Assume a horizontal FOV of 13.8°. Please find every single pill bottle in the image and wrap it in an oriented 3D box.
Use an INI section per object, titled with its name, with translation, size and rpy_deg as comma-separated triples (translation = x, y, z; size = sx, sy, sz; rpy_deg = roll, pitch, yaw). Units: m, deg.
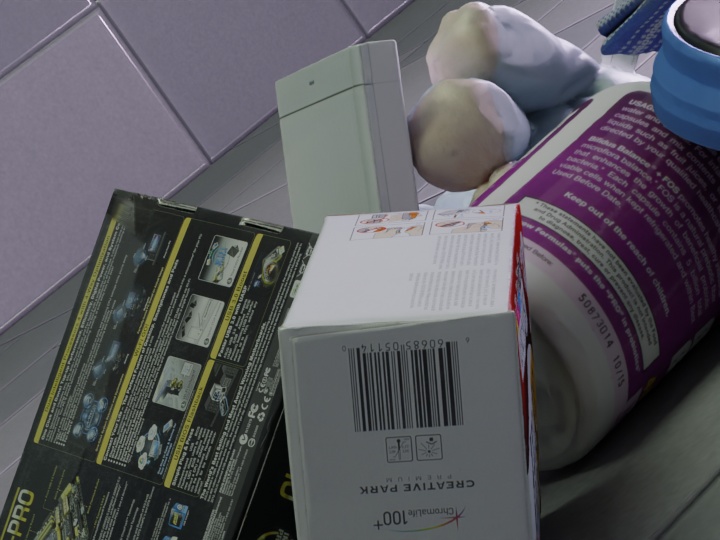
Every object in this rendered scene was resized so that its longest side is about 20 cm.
[pill bottle]
translation = 0.112, -0.012, 1.289
size = 0.200, 0.113, 0.112
rpy_deg = -41, 10, -34

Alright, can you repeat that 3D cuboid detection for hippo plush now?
[hippo plush]
translation = 0.068, -0.040, 1.456
size = 0.161, 0.159, 0.201
rpy_deg = -41, 18, 46

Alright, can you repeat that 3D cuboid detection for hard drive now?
[hard drive]
translation = 0.000, 0.000, 1.418
size = 0.027, 0.201, 0.132
rpy_deg = -7, -2, -19

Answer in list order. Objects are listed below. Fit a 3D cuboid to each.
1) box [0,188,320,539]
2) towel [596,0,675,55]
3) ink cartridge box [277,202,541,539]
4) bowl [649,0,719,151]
[box]
translation = -0.077, 0.074, 1.266
size = 0.161, 0.049, 0.201
rpy_deg = 12, 81, 47
[towel]
translation = 0.226, -0.128, 1.383
size = 0.199, 0.024, 0.145
rpy_deg = 2, -23, -34
[ink cartridge box]
translation = 0.025, 0.080, 1.107
size = 0.083, 0.177, 0.200
rpy_deg = -4, 12, 5
[bowl]
translation = 0.219, -0.095, 1.237
size = 0.199, 0.040, 0.201
rpy_deg = -6, 20, 2
